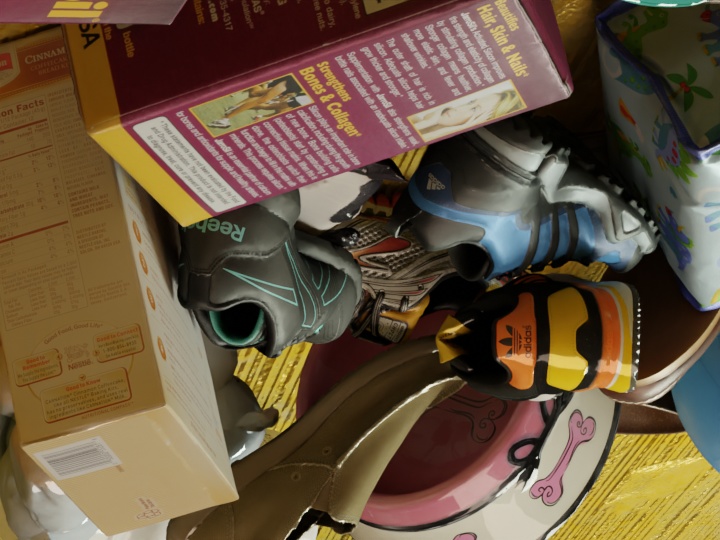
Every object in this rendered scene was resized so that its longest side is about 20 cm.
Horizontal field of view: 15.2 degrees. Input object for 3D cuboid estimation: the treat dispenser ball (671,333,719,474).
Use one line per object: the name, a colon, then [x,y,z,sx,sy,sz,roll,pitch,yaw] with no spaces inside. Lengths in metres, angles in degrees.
treat dispenser ball: [0.289,0.051,1.656,0.201,0.201,0.201,-13,157,-5]

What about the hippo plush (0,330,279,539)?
hippo plush: [-0.127,0.087,1.525,0.161,0.200,0.159,-16,-179,-18]

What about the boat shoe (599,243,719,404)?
boat shoe: [0.183,0.000,1.492,0.070,0.200,0.070,18,148,22]

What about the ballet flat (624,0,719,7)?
ballet flat: [0.175,-0.159,1.275,0.200,0.064,0.067,4,142,-28]

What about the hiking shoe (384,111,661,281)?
hiking shoe: [0.080,-0.032,1.364,0.087,0.074,0.200,-47,147,10]

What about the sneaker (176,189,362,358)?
sneaker: [-0.054,0.009,1.363,0.075,0.079,0.200,5,163,19]

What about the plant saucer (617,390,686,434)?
plant saucer: [0.121,0.074,1.750,0.200,0.037,0.200,6,171,1]

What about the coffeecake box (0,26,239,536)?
coffeecake box: [-0.127,0.006,1.295,0.073,0.200,0.154,-16,157,5]

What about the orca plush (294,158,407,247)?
orca plush: [-0.036,-0.066,1.368,0.105,0.071,0.200,17,162,-9]

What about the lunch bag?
lunch bag: [0.234,-0.092,1.398,0.200,0.128,0.170,-29,152,-10]

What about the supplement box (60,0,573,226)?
supplement box: [-0.021,-0.113,1.209,0.200,0.103,0.131,-18,157,9]

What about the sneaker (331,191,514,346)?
sneaker: [0.000,0.000,1.513,0.200,0.082,0.078,-6,156,-20]

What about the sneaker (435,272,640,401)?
sneaker: [0.076,0.034,1.426,0.090,0.070,0.200,2,177,-17]

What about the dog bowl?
dog bowl: [0.049,0.077,1.593,0.200,0.200,0.074,-24,142,21]

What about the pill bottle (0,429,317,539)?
pill bottle: [-0.133,0.151,1.742,0.200,0.115,0.114,10,147,-45]

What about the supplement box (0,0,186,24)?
supplement box: [-0.152,-0.158,1.045,0.200,0.086,0.110,-2,154,-28]

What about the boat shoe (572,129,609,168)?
boat shoe: [0.114,-0.049,1.504,0.068,0.072,0.200,7,180,35]

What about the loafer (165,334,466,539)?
loafer: [-0.015,0.111,1.514,0.200,0.067,0.076,-37,168,-6]
